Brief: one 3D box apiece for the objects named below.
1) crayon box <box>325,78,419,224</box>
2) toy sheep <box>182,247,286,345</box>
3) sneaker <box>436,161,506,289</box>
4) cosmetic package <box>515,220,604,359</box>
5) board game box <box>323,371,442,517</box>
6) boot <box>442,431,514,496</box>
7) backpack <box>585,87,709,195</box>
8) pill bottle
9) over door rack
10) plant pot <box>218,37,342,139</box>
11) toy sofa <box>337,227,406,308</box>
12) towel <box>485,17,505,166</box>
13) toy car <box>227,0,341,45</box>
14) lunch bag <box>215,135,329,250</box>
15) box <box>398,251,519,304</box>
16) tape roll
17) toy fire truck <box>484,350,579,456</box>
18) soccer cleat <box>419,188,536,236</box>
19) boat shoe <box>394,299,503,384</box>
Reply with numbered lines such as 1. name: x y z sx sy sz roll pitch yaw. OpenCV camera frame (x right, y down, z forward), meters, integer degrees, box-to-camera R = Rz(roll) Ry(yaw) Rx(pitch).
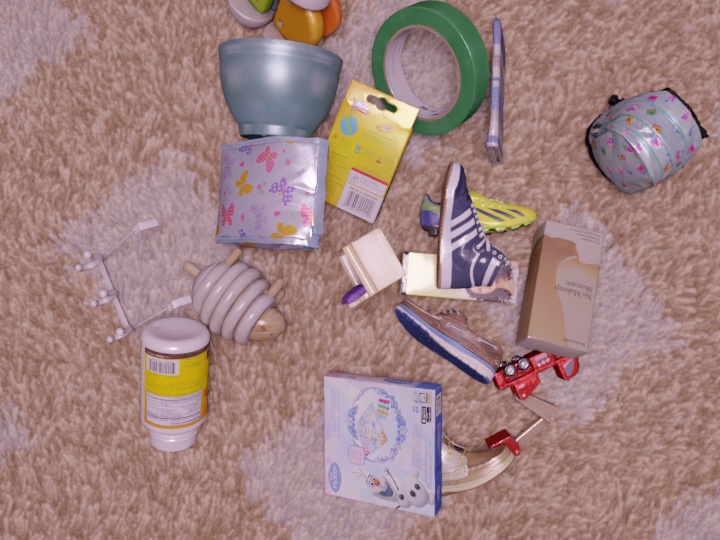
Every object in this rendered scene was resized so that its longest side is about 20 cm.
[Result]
1. crayon box: 0.007 -0.196 1.063 0.125 0.051 0.202 24 106 1
2. toy sheep: -0.207 0.045 1.051 0.198 0.138 0.139 33 90 9
3. sneaker: 0.179 -0.068 1.014 0.106 0.070 0.204 3 103 4
4. cosmetic package: 0.325 0.031 1.043 0.103 0.071 0.203 12 74 2
5. board game box: 0.035 0.276 1.036 0.196 0.043 0.204 2 96 26
6. boot: 0.137 0.280 1.050 0.198 0.072 0.157 -25 85 24
7. backpack: 0.445 -0.198 1.006 0.167 0.200 0.127 45 90 0
8. pill bottle: -0.302 0.187 1.041 0.107 0.109 0.203 8 110 1
9. over door rack: -0.384 0.022 1.044 0.198 0.066 0.150 -25 89 32
10. plant pot: -0.131 -0.275 1.021 0.197 0.200 0.137 5 94 1
11. toy sofa: 0.000 0.000 1.010 0.097 0.200 0.084 -29 89 -5
12. towel: 0.220 -0.282 1.041 0.023 0.147 0.204 2 88 15
13. toy car: -0.114 -0.463 1.054 0.200 0.175 0.150 45 55 2
14. lunch bag: -0.128 -0.117 1.020 0.198 0.126 0.173 1 88 41
15. box: 0.164 0.012 1.082 0.196 0.050 0.077 4 89 2
16. tape roll: 0.108 -0.320 1.021 0.201 0.200 0.048 51 52 2
17. toy fire truck: 0.288 0.214 1.077 0.198 0.049 0.143 -24 89 0
18. soccer cleat: 0.198 -0.102 1.076 0.196 0.065 0.085 -3 89 1
19. boat shoe: 0.149 0.105 1.077 0.199 0.072 0.073 37 71 6
